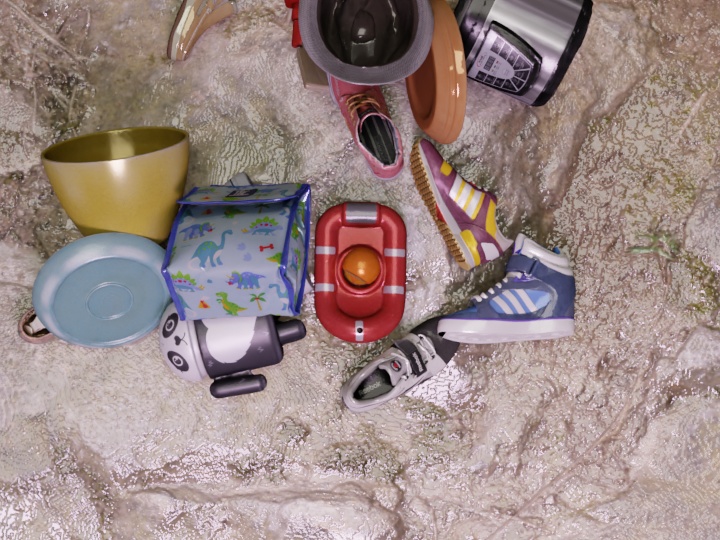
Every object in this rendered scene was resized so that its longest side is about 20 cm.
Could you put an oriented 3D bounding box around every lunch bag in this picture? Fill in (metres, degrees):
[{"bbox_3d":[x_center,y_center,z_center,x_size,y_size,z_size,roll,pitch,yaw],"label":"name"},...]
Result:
[{"bbox_3d":[-0.158,-0.042,1.586,0.170,0.127,0.200,-1,45,9],"label":"lunch bag"}]

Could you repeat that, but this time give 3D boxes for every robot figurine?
[{"bbox_3d":[-0.177,0.081,1.642,0.200,0.125,0.150,-12,42,-2],"label":"robot figurine"}]

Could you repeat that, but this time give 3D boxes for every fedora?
[{"bbox_3d":[0.005,-0.319,1.582,0.177,0.090,0.200,-6,75,-6],"label":"fedora"}]

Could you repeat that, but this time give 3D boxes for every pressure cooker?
[{"bbox_3d":[0.199,-0.337,1.653,0.200,0.179,0.176,25,91,-3],"label":"pressure cooker"}]

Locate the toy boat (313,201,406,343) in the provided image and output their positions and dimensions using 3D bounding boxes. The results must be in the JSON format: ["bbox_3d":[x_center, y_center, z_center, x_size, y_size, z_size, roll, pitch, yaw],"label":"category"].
[{"bbox_3d":[0.000,0.000,1.649,0.130,0.131,0.200,1,86,0],"label":"toy boat"}]

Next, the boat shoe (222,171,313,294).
[{"bbox_3d":[-0.140,-0.041,1.686,0.067,0.074,0.200,-33,75,4],"label":"boat shoe"}]

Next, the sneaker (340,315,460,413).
[{"bbox_3d":[0.062,0.134,1.664,0.200,0.089,0.074,-37,86,-5],"label":"sneaker"}]

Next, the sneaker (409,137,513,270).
[{"bbox_3d":[0.142,-0.105,1.694,0.090,0.075,0.200,-26,93,-11],"label":"sneaker"}]

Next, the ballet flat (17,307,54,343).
[{"bbox_3d":[-0.391,0.044,1.672,0.200,0.067,0.068,-34,88,-3],"label":"ballet flat"}]

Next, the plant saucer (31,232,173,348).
[{"bbox_3d":[-0.343,0.036,1.626,0.200,0.200,0.027,-23,44,-2],"label":"plant saucer"}]

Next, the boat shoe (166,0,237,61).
[{"bbox_3d":[-0.211,-0.384,1.707,0.076,0.072,0.200,23,86,-11],"label":"boat shoe"}]

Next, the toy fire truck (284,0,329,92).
[{"bbox_3d":[-0.023,-0.341,1.678,0.176,0.129,0.200,5,90,-1],"label":"toy fire truck"}]

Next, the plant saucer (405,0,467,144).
[{"bbox_3d":[0.097,-0.272,1.633,0.037,0.200,0.200,-8,86,-13],"label":"plant saucer"}]

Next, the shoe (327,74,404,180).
[{"bbox_3d":[0.009,-0.226,1.684,0.071,0.091,0.200,-23,86,-2],"label":"shoe"}]

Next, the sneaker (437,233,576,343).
[{"bbox_3d":[0.202,0.022,1.670,0.200,0.081,0.147,-1,76,-6],"label":"sneaker"}]

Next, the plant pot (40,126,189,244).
[{"bbox_3d":[-0.324,-0.106,1.638,0.200,0.200,0.142,-7,109,-1],"label":"plant pot"}]
